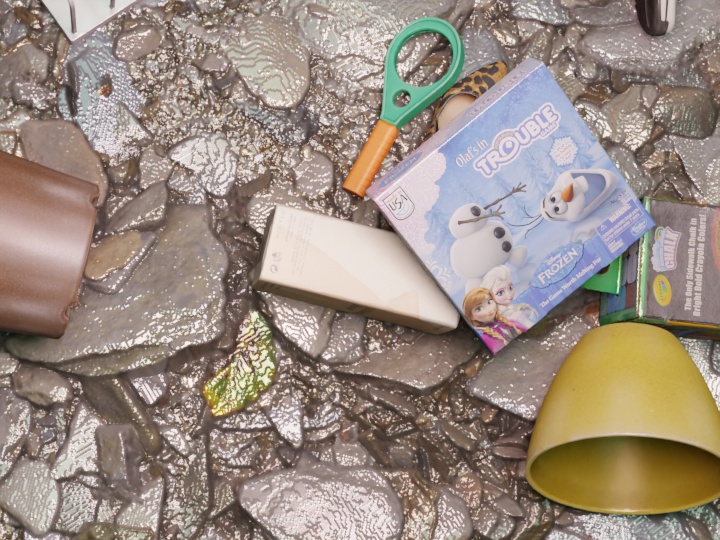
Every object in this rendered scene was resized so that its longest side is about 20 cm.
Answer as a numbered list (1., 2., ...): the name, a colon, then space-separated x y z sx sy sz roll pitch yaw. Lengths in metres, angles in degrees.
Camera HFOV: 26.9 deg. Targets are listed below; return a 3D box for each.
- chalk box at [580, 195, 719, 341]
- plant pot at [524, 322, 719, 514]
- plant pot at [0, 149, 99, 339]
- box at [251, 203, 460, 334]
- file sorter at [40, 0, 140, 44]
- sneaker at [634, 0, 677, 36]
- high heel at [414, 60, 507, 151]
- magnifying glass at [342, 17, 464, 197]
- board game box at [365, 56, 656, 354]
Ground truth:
1. chalk box: 0.312 0.000 1.516 0.199 0.124 0.125 7 82 -8
2. plant pot: 0.262 0.136 1.468 0.199 0.200 0.143 10 61 -8
3. plant pot: -0.352 -0.030 1.377 0.197 0.200 0.201 15 80 -15
4. box: 0.000 0.000 1.476 0.199 0.095 0.078 14 81 -6
5. file sorter: -0.239 -0.346 1.465 0.200 0.125 0.139 -36 90 -13
6. sneaker: 0.357 -0.341 1.592 0.115 0.076 0.202 7 79 -7
7. high heel: 0.104 -0.140 1.487 0.071 0.143 0.200 34 78 -2
8. magnifying glass: 0.039 -0.167 1.531 0.079 0.022 0.201 26 85 22
9. board game box: 0.142 -0.058 1.405 0.200 0.043 0.199 -39 109 0
